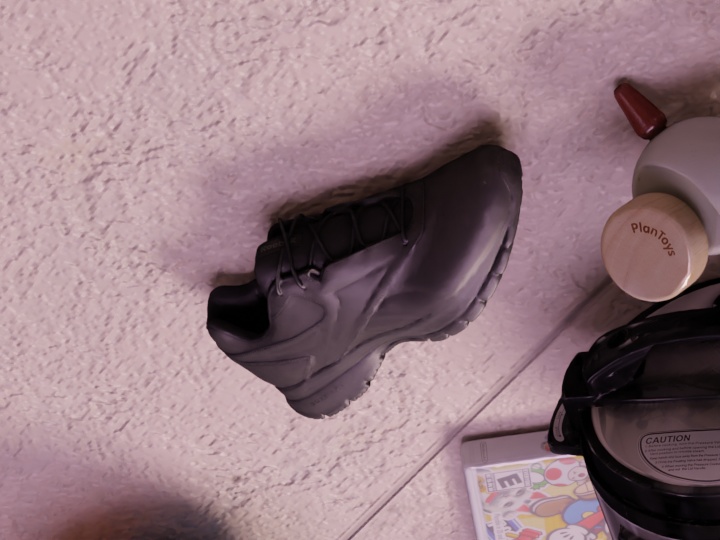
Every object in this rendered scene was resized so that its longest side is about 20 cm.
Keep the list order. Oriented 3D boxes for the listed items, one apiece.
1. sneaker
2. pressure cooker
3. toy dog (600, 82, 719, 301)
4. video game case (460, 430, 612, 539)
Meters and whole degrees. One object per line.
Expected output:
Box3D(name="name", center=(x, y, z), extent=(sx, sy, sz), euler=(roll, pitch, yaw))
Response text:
Box3D(name="sneaker", center=(0.000, 0.000, 1.312), extent=(0.091, 0.076, 0.200), euler=(30, 128, -26))
Box3D(name="pressure cooker", center=(0.201, 0.097, 1.360), extent=(0.176, 0.179, 0.200), euler=(-29, 127, -10))
Box3D(name="toy dog", center=(0.192, -0.066, 1.234), extent=(0.200, 0.132, 0.097), euler=(-27, 97, 19))
Box3D(name="video game case", center=(0.158, 0.151, 1.546), extent=(0.181, 0.023, 0.200), euler=(-8, 140, 4))
